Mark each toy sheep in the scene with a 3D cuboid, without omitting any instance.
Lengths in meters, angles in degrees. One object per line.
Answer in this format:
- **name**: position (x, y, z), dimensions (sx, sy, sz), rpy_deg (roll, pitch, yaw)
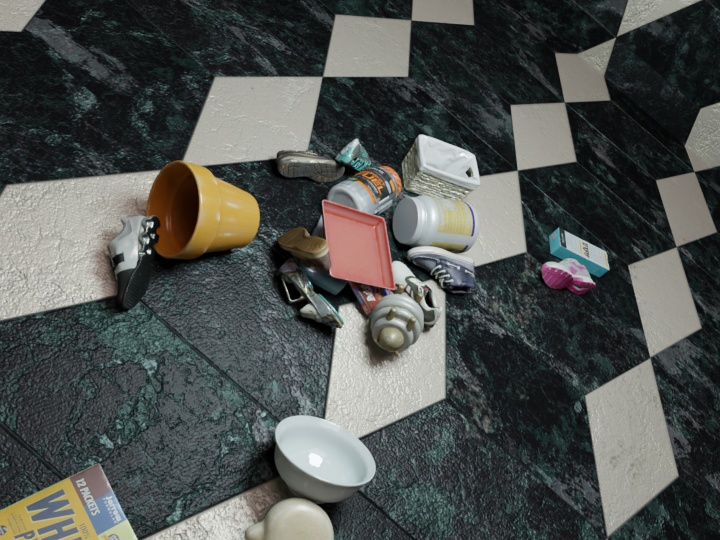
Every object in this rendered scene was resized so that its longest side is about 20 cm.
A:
- **toy sheep**: position (0.087, 0.112, 1.483), dimensions (0.138, 0.138, 0.200), rpy_deg (36, 38, -4)

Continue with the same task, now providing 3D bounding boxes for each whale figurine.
- **whale figurine**: position (-0.135, 0.490, 1.099), dimensions (0.159, 0.104, 0.200), rpy_deg (35, 70, -6)

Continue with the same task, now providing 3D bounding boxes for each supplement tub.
- **supplement tub**: position (0.014, -0.197, 1.675), dimensions (0.123, 0.123, 0.200), rpy_deg (47, 45, 7)
- **supplement tub**: position (0.202, -0.124, 1.723), dimensions (0.199, 0.145, 0.146), rpy_deg (5, 55, -30)

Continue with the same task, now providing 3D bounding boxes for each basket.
- **basket**: position (0.231, -0.289, 1.881), dimensions (0.199, 0.123, 0.136), rpy_deg (14, 51, -22)

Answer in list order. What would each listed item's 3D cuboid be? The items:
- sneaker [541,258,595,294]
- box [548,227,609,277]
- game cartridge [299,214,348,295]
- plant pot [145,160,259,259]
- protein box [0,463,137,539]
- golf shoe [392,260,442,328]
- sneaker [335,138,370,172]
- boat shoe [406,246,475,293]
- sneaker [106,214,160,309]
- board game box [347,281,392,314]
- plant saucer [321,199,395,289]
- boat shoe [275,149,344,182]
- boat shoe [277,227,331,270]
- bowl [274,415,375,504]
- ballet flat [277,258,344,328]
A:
- **sneaker**: position (0.621, 0.006, 1.942), dimensions (0.200, 0.081, 0.088), rpy_deg (18, 48, -31)
- **box**: position (0.703, -0.056, 2.055), dimensions (0.200, 0.049, 0.082), rpy_deg (24, 47, -15)
- **game cartridge**: position (-0.069, -0.039, 1.565), dimensions (0.133, 0.040, 0.200), rpy_deg (31, 46, -14)
- **plant pot**: position (-0.326, -0.119, 1.370), dimensions (0.183, 0.200, 0.201), rpy_deg (5, 53, -49)
- **protein box**: position (-0.443, 0.401, 0.882), dimensions (0.200, 0.199, 0.135), rpy_deg (-21, 70, -41)
- **golf shoe**: position (0.140, 0.048, 1.596), dimensions (0.077, 0.088, 0.200), rpy_deg (-15, 65, -37)
- **sneaker**: position (-0.008, -0.305, 1.741), dimensions (0.091, 0.078, 0.200), rpy_deg (48, 18, -7)
- **boat shoe**: position (0.217, 0.002, 1.689), dimensions (0.199, 0.075, 0.093), rpy_deg (10, 59, -17)
- **sneaker**: position (-0.467, -0.018, 1.279), dimensions (0.088, 0.074, 0.201), rpy_deg (4, 66, 6)
- **board game box**: position (0.000, 0.000, 1.547), dimensions (0.103, 0.019, 0.200), rpy_deg (-28, 88, -47)
- **plant saucer**: position (-0.013, -0.054, 1.525), dimensions (0.199, 0.037, 0.201), rpy_deg (13, 59, -38)
- **boat shoe**: position (-0.131, -0.286, 1.684), dimensions (0.200, 0.075, 0.073), rpy_deg (4, 50, -37)
- **boat shoe**: position (-0.125, -0.044, 1.462), dimensions (0.072, 0.200, 0.072), rpy_deg (-37, 121, -22)
- **bowl**: position (-0.080, 0.366, 1.189), dimensions (0.201, 0.091, 0.201), rpy_deg (23, 15, -7)
- **ballet flat**: position (-0.121, 0.065, 1.443), dimensions (0.072, 0.072, 0.200), rpy_deg (-28, 75, -42)
